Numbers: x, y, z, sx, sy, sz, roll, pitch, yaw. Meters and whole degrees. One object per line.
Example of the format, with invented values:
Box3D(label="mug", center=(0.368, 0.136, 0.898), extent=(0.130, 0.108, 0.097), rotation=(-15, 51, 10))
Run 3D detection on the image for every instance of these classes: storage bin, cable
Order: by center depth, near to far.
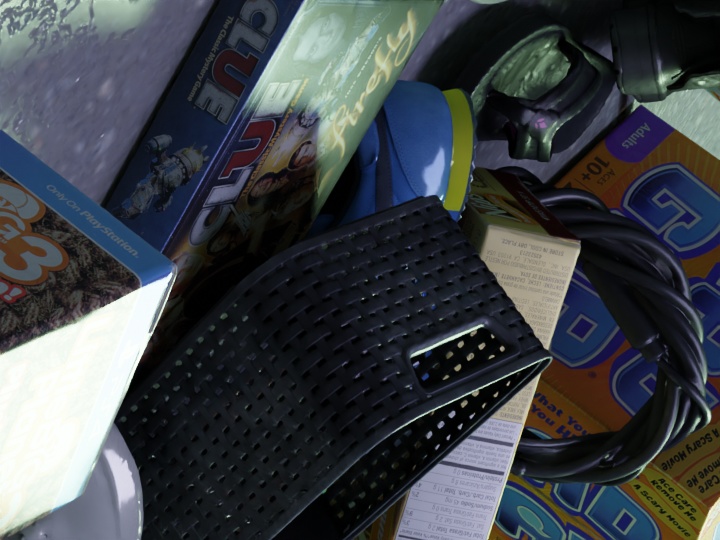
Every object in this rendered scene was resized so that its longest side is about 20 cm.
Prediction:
Box3D(label="storage bin", center=(-0.029, 0.067, 1.264), extent=(0.135, 0.094, 0.200), rotation=(-21, 163, -50))
Box3D(label="cable", center=(0.098, 0.034, 1.506), extent=(0.051, 0.200, 0.163), rotation=(-94, -154, -74))

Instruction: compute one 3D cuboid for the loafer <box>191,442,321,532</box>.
Box3D(label="loafer", center=(-0.065, 0.112, 1.429), extent=(0.071, 0.073, 0.200), rotation=(-2, 117, -62))

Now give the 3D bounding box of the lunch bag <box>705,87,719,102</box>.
Box3D(label="lunch bag", center=(0.265, -0.122, 1.620), extent=(0.127, 0.170, 0.200), rotation=(-43, 159, -17))

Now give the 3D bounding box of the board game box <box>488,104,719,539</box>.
Box3D(label="board game box", center=(0.168, 0.070, 1.684), extent=(0.200, 0.200, 0.200), rotation=(-42, 159, -29))

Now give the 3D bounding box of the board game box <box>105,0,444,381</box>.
Box3D(label="board game box", center=(-0.052, -0.044, 1.221), extent=(0.200, 0.035, 0.135), rotation=(-59, 160, 18))

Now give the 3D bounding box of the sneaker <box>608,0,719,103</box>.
Box3D(label="sneaker", center=(0.187, -0.121, 1.478), extent=(0.200, 0.104, 0.060), rotation=(-32, 114, -77))

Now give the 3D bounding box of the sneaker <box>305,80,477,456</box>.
Box3D(label="sneaker", center=(0.000, 0.000, 1.349), extent=(0.078, 0.066, 0.200), rotation=(-1, 121, -18))

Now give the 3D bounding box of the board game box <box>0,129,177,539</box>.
Box3D(label="board game box", center=(-0.183, 0.018, 0.828), extent=(0.200, 0.159, 0.097), rotation=(-27, 149, -53))

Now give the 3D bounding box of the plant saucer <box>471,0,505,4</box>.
Box3D(label="plant saucer", center=(0.120, -0.200, 1.325), extent=(0.200, 0.050, 0.200), rotation=(-45, 160, -21))

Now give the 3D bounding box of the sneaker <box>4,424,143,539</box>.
Box3D(label="sneaker", center=(-0.158, 0.132, 1.241), extent=(0.088, 0.075, 0.200), rotation=(-20, 145, -39))

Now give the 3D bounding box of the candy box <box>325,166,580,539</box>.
Box3D(label="candy box", center=(0.043, 0.055, 1.421), extent=(0.115, 0.055, 0.200), rotation=(-124, -133, -67))

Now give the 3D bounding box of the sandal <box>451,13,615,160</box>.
Box3D(label="sandal", center=(0.099, -0.088, 1.451), extent=(0.075, 0.048, 0.200), rotation=(-58, 161, 14))
